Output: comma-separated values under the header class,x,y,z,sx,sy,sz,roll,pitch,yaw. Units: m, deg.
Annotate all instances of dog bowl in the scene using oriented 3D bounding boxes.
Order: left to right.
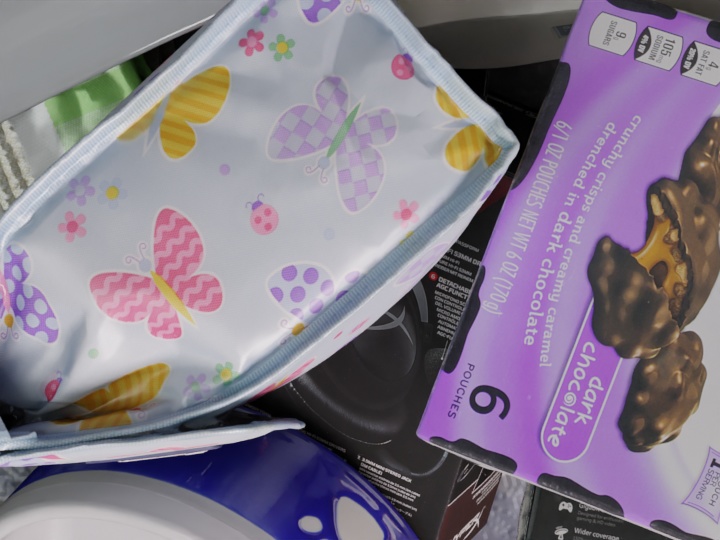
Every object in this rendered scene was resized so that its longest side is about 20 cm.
class,x,y,z,sx,sy,sz,roll,pitch,yaw
dog bowl,-0.062,0.152,1.190,0.199,0.079,0.201,17,130,21

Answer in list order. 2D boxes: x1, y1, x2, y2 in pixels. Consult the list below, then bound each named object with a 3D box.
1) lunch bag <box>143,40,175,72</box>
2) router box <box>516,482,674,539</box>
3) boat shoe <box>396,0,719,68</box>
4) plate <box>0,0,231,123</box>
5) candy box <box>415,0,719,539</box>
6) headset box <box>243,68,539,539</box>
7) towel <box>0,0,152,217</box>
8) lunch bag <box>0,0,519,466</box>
class,x,y,z,sx,sy,sz,roll,pitch,yaw
lunch bag,-0.171,-0.104,1.203,0.163,0.117,0.201,-7,99,25
router box,0.174,0.106,1.086,0.199,0.150,0.063,9,84,22
boat shoe,0.108,-0.120,1.078,0.199,0.072,0.069,-8,73,16
plate,-0.145,-0.145,1.039,0.199,0.032,0.200,-23,125,24
candy box,0.144,0.016,0.994,0.199,0.071,0.169,20,86,25
headset box,0.000,0.000,1.180,0.148,0.077,0.201,23,115,16
towel,-0.177,-0.075,1.140,0.199,0.031,0.150,-18,103,21
lunch bag,-0.051,-0.003,1.022,0.200,0.170,0.127,-40,89,-4
